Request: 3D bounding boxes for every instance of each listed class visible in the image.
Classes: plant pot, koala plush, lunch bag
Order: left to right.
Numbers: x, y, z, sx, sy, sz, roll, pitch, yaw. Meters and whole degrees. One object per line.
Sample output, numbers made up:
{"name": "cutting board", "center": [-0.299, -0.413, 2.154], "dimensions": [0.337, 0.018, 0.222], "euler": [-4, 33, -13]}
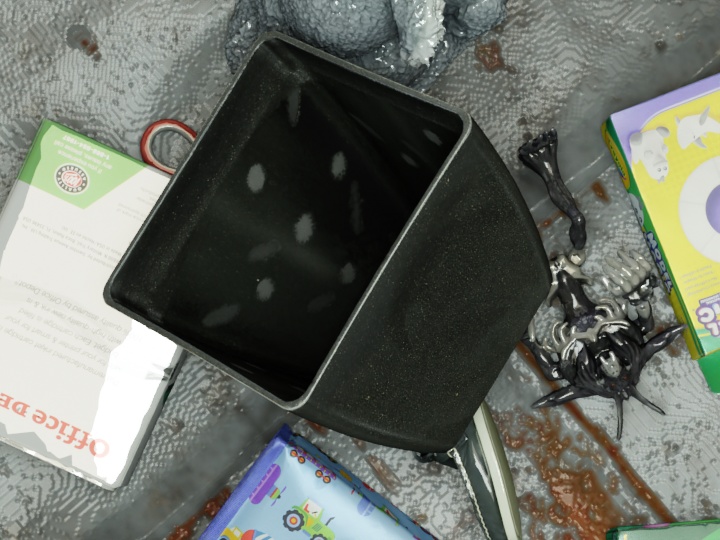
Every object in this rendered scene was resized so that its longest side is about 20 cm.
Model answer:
{"name": "lunch bag", "center": [-0.050, 0.227, 1.654], "dimensions": [0.150, 0.094, 0.200], "euler": [37, 92, -1]}
{"name": "koala plush", "center": [-0.007, -0.177, 1.642], "dimensions": [0.177, 0.200, 0.184], "euler": [35, 83, 1]}
{"name": "plant pot", "center": [0.000, 0.000, 1.578], "dimensions": [0.199, 0.177, 0.201], "euler": [26, 83, 44]}

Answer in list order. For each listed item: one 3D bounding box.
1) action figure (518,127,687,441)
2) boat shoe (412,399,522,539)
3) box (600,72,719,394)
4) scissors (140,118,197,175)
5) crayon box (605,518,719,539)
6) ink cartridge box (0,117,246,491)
{"name": "action figure", "center": [0.136, 0.016, 1.675], "dimensions": [0.118, 0.102, 0.201], "euler": [-29, 85, 9]}
{"name": "boat shoe", "center": [0.050, 0.093, 1.675], "dimensions": [0.066, 0.075, 0.201], "euler": [-20, 81, 5]}
{"name": "box", "center": [0.251, -0.028, 1.715], "dimensions": [0.117, 0.048, 0.201], "euler": [-21, 86, -5]}
{"name": "scissors", "center": [-0.064, -0.046, 1.719], "dimensions": [0.199, 0.014, 0.074], "euler": [16, 81, -2]}
{"name": "crayon box", "center": [0.230, 0.264, 1.671], "dimensions": [0.118, 0.058, 0.202], "euler": [-5, 83, -3]}
{"name": "ink cartridge box", "center": [-0.178, 0.024, 1.662], "dimensions": [0.145, 0.084, 0.201], "euler": [25, 87, 1]}
